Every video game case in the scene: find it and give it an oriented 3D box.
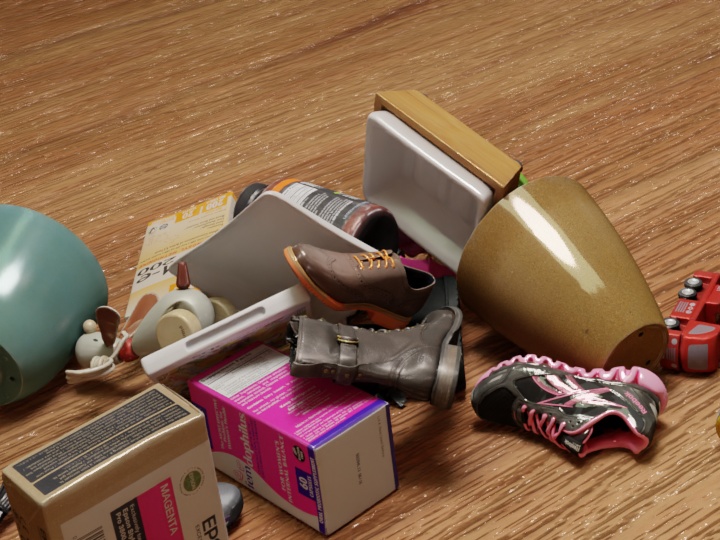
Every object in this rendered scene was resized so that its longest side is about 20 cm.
[{"bbox_3d":[-0.134,0.078,1.450,0.180,0.023,0.200,-25,-10,-6],"label":"video game case"}]

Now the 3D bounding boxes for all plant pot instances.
[{"bbox_3d":[0.232,0.033,1.467,0.184,0.188,0.200,-20,47,-23],"label":"plant pot"},{"bbox_3d":[-0.408,0.054,1.558,0.198,0.202,0.162,1,40,16],"label":"plant pot"}]

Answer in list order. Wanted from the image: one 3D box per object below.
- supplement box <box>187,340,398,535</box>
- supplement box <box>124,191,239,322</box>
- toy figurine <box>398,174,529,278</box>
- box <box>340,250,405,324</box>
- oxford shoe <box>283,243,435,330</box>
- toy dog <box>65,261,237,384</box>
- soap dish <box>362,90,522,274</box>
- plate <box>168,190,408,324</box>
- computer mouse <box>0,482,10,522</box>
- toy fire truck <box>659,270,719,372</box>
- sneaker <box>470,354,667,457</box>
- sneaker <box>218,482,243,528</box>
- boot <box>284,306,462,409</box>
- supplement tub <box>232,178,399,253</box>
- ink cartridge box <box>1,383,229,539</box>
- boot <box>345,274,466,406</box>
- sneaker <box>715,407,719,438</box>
[{"bbox_3d":[-0.069,0.160,1.358,0.103,0.103,0.199,-27,33,-34],"label":"supplement box"},{"bbox_3d":[-0.203,0.003,1.661,0.125,0.074,0.201,-19,33,14],"label":"supplement box"},{"bbox_3d":[0.095,-0.056,1.667,0.184,0.200,0.150,-38,-5,-27],"label":"toy figurine"},{"bbox_3d":[-0.059,0.001,1.717,0.198,0.040,0.137,13,35,35],"label":"box"},{"bbox_3d":[0.000,0.000,1.412,0.199,0.073,0.072,21,31,-49],"label":"oxford shoe"},{"bbox_3d":[-0.237,0.050,1.508,0.197,0.098,0.132,-14,4,7],"label":"toy dog"},{"bbox_3d":[0.092,-0.100,1.558,0.081,0.158,0.200,-34,58,-29],"label":"soap dish"},{"bbox_3d":[-0.079,-0.007,1.504,0.199,0.199,0.033,-33,38,41],"label":"plate"},{"bbox_3d":[-0.434,0.239,1.377,0.197,0.047,0.141,7,36,17],"label":"computer mouse"},{"bbox_3d":[0.416,0.050,1.494,0.139,0.049,0.200,8,32,27],"label":"toy fire truck"},{"bbox_3d":[0.203,0.143,1.363,0.197,0.080,0.096,0,40,18],"label":"sneaker"},{"bbox_3d":[-0.212,0.218,1.302,0.197,0.089,0.075,-10,28,-4],"label":"sneaker"},{"bbox_3d":[0.012,0.069,1.359,0.171,0.070,0.200,11,17,-1],"label":"boot"},{"bbox_3d":[-0.058,-0.047,1.623,0.198,0.108,0.107,19,38,36],"label":"supplement tub"},{"bbox_3d":[-0.199,0.225,1.166,0.164,0.202,0.075,-28,34,-32],"label":"ink cartridge box"},{"bbox_3d":[0.034,0.075,1.524,0.160,0.074,0.199,-5,32,5],"label":"boot"},{"bbox_3d":[0.423,0.157,1.277,0.199,0.079,0.082,9,35,47],"label":"sneaker"}]
